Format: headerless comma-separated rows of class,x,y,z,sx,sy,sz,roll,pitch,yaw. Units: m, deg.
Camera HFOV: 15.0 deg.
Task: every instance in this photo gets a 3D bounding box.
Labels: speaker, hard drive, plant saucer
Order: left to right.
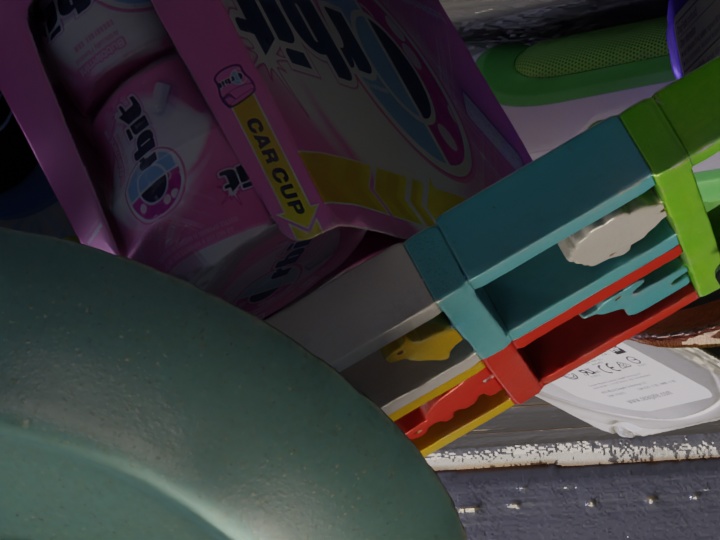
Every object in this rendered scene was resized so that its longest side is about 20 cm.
plant saucer,-0.072,0.068,0.685,0.200,0.036,0.200,14,142,11
hard drive,0.062,0.004,1.076,0.200,0.038,0.140,29,160,-18
speaker,0.119,-0.046,0.885,0.200,0.089,0.088,-9,171,32

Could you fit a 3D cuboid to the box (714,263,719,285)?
box,0.215,-0.022,0.693,0.200,0.107,0.148,-27,168,-20

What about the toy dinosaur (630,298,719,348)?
toy dinosaur,0.213,-0.027,0.901,0.200,0.182,0.105,24,163,-4

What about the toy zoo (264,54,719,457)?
toy zoo,0.034,0.012,0.719,0.200,0.020,0.131,-30,162,4

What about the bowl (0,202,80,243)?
bowl,-0.131,0.032,0.812,0.200,0.108,0.200,-5,-169,1

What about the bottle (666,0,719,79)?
bottle,0.137,-0.080,0.711,0.083,0.065,0.200,-9,173,-8

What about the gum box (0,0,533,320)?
gum box,-0.018,-0.034,0.739,0.066,0.114,0.200,-34,162,18

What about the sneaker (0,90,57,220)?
sneaker,-0.174,-0.051,0.750,0.200,0.070,0.078,0,164,24
